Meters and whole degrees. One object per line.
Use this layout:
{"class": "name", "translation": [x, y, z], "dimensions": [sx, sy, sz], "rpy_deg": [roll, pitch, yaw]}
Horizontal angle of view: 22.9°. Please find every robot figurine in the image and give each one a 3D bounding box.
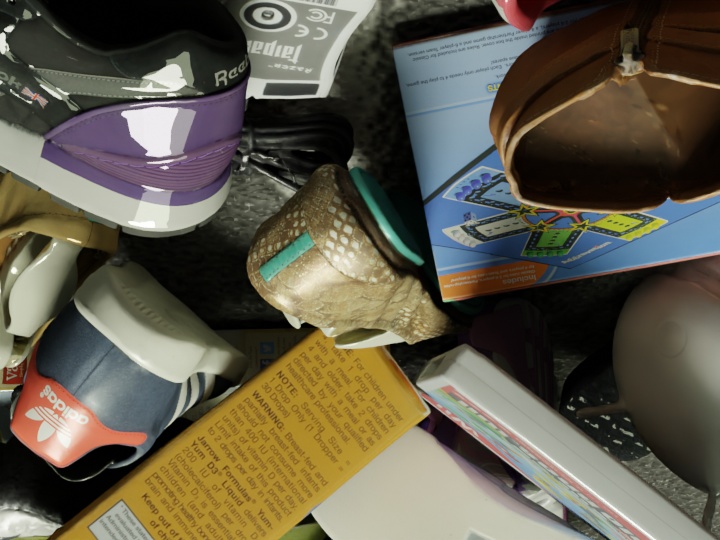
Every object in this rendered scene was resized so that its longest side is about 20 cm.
{"class": "robot figurine", "translation": [0.184, 0.017, 0.724], "dimensions": [0.200, 0.170, 0.113], "rpy_deg": [-41, 146, -12]}

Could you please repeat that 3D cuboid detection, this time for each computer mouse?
{"class": "computer mouse", "translation": [-0.036, -0.092, 0.648], "dimensions": [0.109, 0.044, 0.200], "rpy_deg": [9, 153, -11]}

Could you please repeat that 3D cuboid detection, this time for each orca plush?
{"class": "orca plush", "translation": [-0.163, 0.086, 0.866], "dimensions": [0.199, 0.071, 0.105], "rpy_deg": [-3, -169, 12]}

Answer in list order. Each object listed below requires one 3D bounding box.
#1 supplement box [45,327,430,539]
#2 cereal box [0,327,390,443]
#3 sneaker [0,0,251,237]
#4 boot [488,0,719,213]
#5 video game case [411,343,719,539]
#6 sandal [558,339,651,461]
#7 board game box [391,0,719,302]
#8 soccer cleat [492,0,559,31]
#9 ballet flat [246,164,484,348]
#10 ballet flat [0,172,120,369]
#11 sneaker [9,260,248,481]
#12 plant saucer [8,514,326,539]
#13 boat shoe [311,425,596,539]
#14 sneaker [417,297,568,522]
{"class": "supplement box", "translation": [-0.066, 0.101, 0.793], "dimensions": [0.200, 0.069, 0.067], "rpy_deg": [-41, -178, -11]}
{"class": "cereal box", "translation": [-0.086, 0.080, 0.932], "dimensions": [0.199, 0.040, 0.144], "rpy_deg": [0, 148, -3]}
{"class": "sneaker", "translation": [-0.131, -0.089, 0.603], "dimensions": [0.199, 0.076, 0.088], "rpy_deg": [18, 133, 0]}
{"class": "boot", "translation": [0.138, -0.069, 0.575], "dimensions": [0.200, 0.074, 0.155], "rpy_deg": [-22, -170, 15]}
{"class": "video game case", "translation": [0.086, 0.083, 0.732], "dimensions": [0.143, 0.017, 0.200], "rpy_deg": [38, 176, 2]}
{"class": "sandal", "translation": [0.174, 0.025, 0.858], "dimensions": [0.076, 0.043, 0.200], "rpy_deg": [43, 128, -19]}
{"class": "board game box", "translation": [0.119, -0.055, 0.673], "dimensions": [0.199, 0.103, 0.019], "rpy_deg": [-10, -173, 12]}
{"class": "soccer cleat", "translation": [0.129, -0.130, 0.562], "dimensions": [0.199, 0.073, 0.068], "rpy_deg": [-14, 147, 17]}
{"class": "ballet flat", "translation": [0.000, 0.000, 0.733], "dimensions": [0.065, 0.071, 0.200], "rpy_deg": [-32, 163, 9]}
{"class": "ballet flat", "translation": [-0.158, 0.007, 0.780], "dimensions": [0.068, 0.063, 0.200], "rpy_deg": [13, 146, -25]}
{"class": "sneaker", "translation": [-0.106, 0.048, 0.771], "dimensions": [0.075, 0.085, 0.200], "rpy_deg": [39, 180, 8]}
{"class": "plant saucer", "translation": [-0.112, 0.145, 0.936], "dimensions": [0.199, 0.031, 0.200], "rpy_deg": [-1, 176, 0]}
{"class": "boat shoe", "translation": [0.060, 0.129, 0.859], "dimensions": [0.200, 0.072, 0.069], "rpy_deg": [20, 169, 25]}
{"class": "sneaker", "translation": [0.060, 0.082, 0.917], "dimensions": [0.088, 0.081, 0.200], "rpy_deg": [0, 151, 10]}
